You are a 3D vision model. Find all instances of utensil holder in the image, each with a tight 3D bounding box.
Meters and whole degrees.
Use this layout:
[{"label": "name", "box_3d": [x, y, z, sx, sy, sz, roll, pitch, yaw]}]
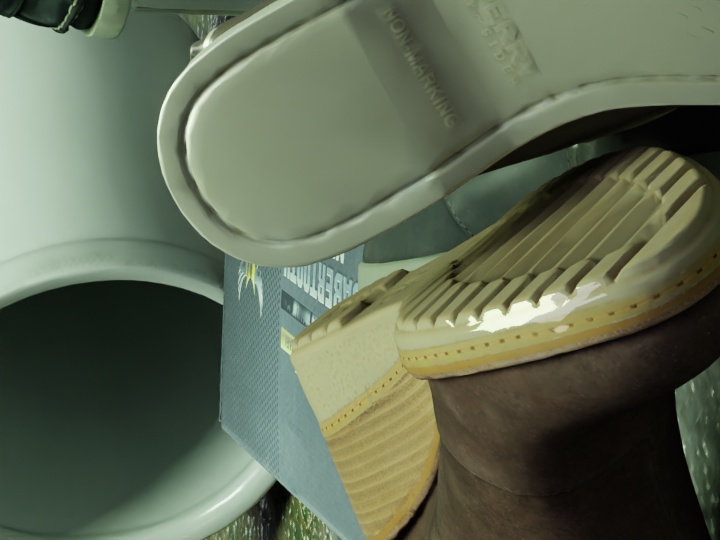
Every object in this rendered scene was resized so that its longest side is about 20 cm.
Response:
[{"label": "utensil holder", "box_3d": [-0.120, -0.005, 1.058, 0.201, 0.168, 0.171, -105, 23, -46]}]

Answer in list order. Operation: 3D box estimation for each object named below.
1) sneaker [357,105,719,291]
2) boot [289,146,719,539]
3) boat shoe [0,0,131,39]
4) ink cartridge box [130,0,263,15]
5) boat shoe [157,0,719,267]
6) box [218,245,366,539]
[{"label": "sneaker", "box_3d": [0.061, -0.048, 0.649, 0.200, 0.074, 0.107, -20, 68, 61]}, {"label": "boot", "box_3d": [0.069, 0.064, 0.569, 0.167, 0.072, 0.200, 54, 158, -5]}, {"label": "boat shoe", "box_3d": [-0.115, -0.187, 0.923, 0.075, 0.066, 0.201, -133, 46, -63]}, {"label": "ink cartridge box", "box_3d": [-0.069, -0.204, 1.021, 0.200, 0.083, 0.145, -122, 36, -59]}, {"label": "boat shoe", "box_3d": [0.052, -0.061, 0.531, 0.072, 0.199, 0.060, 62, -161, -12]}, {"label": "box", "box_3d": [0.000, 0.000, 0.859, 0.200, 0.051, 0.159, -148, 58, -69]}]
